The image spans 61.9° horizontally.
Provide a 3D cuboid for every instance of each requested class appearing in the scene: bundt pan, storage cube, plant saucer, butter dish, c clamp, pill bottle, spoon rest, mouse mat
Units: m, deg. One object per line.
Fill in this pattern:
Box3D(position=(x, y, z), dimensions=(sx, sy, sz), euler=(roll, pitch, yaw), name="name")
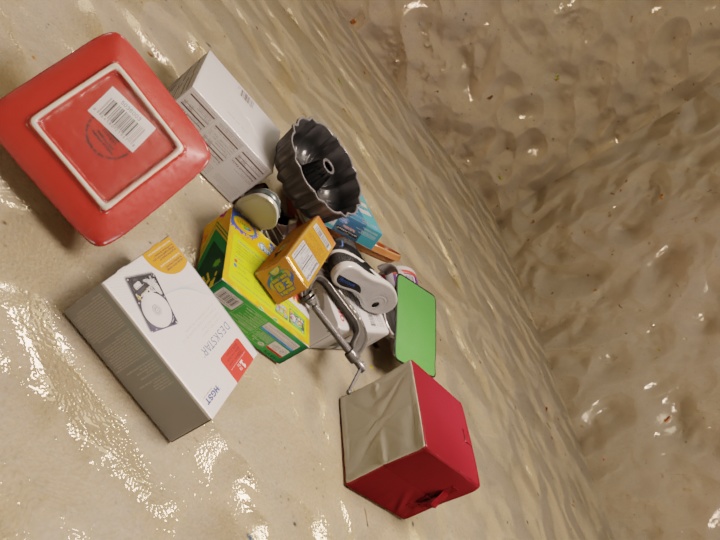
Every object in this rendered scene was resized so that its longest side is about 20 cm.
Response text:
Box3D(position=(-0.086, -0.179, 1.122), dimensions=(0.201, 0.075, 0.205), euler=(36, 41, -40), name="bundt pan")
Box3D(position=(0.084, 0.303, 1.063), dimensions=(0.180, 0.169, 0.202), euler=(42, 28, -35), name="storage cube")
Box3D(position=(0.003, -0.066, 1.409), dimensions=(0.197, 0.033, 0.200), euler=(25, 6, -3), name="plant saucer")
Box3D(position=(-0.332, -0.159, 0.777), dimensions=(0.199, 0.147, 0.201), euler=(-45, 108, -22), name="butter dish")
Box3D(position=(-0.042, 0.087, 1.033), dimensions=(0.202, 0.027, 0.171), euler=(55, 27, -6), name="c clamp")
Box3D(position=(0.098, 0.101, 1.422), dimensions=(0.111, 0.110, 0.203), euler=(35, 36, -47), name="pill bottle")
Box3D(position=(0.076, 0.065, 1.333), dimensions=(0.099, 0.060, 0.203), euler=(34, 38, -40), name="spoon rest")
Box3D(position=(0.124, 0.123, 1.334), dimensions=(0.160, 0.007, 0.204), euler=(31, 54, -43), name="mouse mat")

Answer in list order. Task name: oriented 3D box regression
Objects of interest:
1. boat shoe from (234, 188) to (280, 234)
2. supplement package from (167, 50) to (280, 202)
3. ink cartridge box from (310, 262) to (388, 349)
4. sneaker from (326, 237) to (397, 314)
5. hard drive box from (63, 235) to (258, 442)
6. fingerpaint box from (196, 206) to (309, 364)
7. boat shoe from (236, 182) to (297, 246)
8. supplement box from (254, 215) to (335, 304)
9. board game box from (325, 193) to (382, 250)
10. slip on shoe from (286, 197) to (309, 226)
Box3D(position=(-0.168, -0.104, 1.005), dimensions=(0.072, 0.200, 0.063), euler=(31, 69, -9), name="boat shoe")
Box3D(position=(-0.255, -0.261, 1.093), dimensions=(0.200, 0.110, 0.157), euler=(47, 26, -32), name="supplement package")
Box3D(position=(-0.044, 0.072, 1.183), dimensions=(0.199, 0.083, 0.148), euler=(16, 48, -59), name="ink cartridge box")
Box3D(position=(0.000, 0.000, 1.160), dimensions=(0.200, 0.072, 0.113), euler=(40, 21, -49), name="sneaker")
Box3D(position=(-0.239, 0.080, 0.754), dimensions=(0.202, 0.076, 0.156), euler=(55, 23, -13), name="hard drive box")
Box3D(position=(-0.171, 0.026, 0.975), dimensions=(0.200, 0.073, 0.169), euler=(44, 28, -37), name="fingerpaint box")
Box3D(position=(-0.149, -0.076, 1.141), dimensions=(0.203, 0.074, 0.075), euler=(53, 22, -25), name="boat shoe")
Box3D(position=(-0.103, -0.022, 0.998), dimensions=(0.069, 0.066, 0.200), euler=(58, 22, -12), name="supplement box")
Box3D(position=(-0.045, -0.143, 1.309), dimensions=(0.149, 0.047, 0.201), euler=(27, 23, -29), name="board game box")
Box3D(position=(-0.131, -0.127, 1.282), dimensions=(0.073, 0.061, 0.201), euler=(24, 26, -34), name="slip on shoe")
